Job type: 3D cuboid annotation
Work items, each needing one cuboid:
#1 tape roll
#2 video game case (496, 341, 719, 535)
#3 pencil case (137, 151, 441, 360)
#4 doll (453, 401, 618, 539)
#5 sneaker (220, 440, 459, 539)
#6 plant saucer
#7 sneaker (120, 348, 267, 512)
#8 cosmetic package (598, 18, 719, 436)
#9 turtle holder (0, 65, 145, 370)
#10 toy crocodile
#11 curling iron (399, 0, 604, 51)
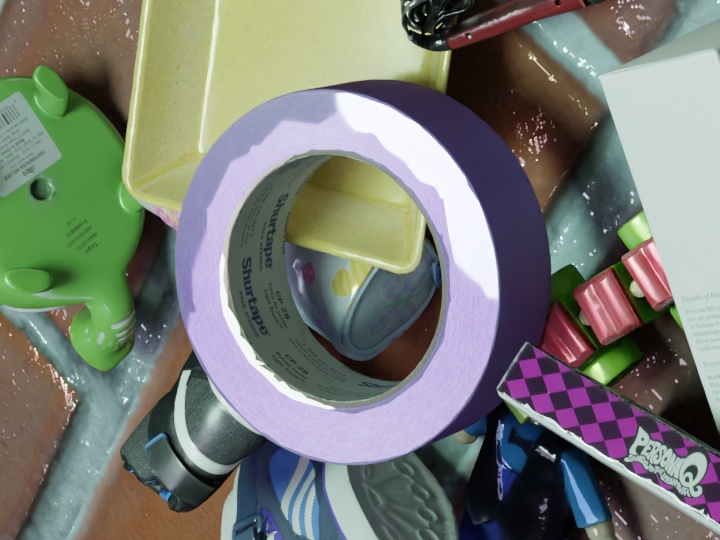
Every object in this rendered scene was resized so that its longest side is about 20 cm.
[{"bbox_3d":[0.000,0.000,1.469,0.199,0.066,0.201,6,102,29],"label":"tape roll"},{"bbox_3d":[0.186,0.115,1.390,0.200,0.181,0.036,31,90,32],"label":"video game case"},{"bbox_3d":[-0.047,-0.030,1.612,0.200,0.083,0.091,34,151,31],"label":"pencil case"},{"bbox_3d":[0.096,0.133,1.576,0.136,0.048,0.201,34,125,38],"label":"doll"},{"bbox_3d":[-0.021,0.168,1.635,0.147,0.080,0.200,-59,35,24],"label":"sneaker"},{"bbox_3d":[-0.029,-0.119,1.530,0.199,0.048,0.201,16,106,27],"label":"plant saucer"},{"bbox_3d":[-0.092,0.076,1.616,0.073,0.200,0.112,43,105,-7],"label":"sneaker"},{"bbox_3d":[0.206,-0.024,1.335,0.085,0.107,0.201,-12,100,50],"label":"cosmetic package"},{"bbox_3d":[-0.203,-0.036,1.754,0.185,0.142,0.132,28,161,-19],"label":"turtle holder"},{"bbox_3d":[0.136,0.017,1.452,0.200,0.062,0.068,-40,80,37],"label":"toy crocodile"},{"bbox_3d":[0.104,-0.147,1.401,0.199,0.050,0.026,-11,58,30],"label":"curling iron"}]
